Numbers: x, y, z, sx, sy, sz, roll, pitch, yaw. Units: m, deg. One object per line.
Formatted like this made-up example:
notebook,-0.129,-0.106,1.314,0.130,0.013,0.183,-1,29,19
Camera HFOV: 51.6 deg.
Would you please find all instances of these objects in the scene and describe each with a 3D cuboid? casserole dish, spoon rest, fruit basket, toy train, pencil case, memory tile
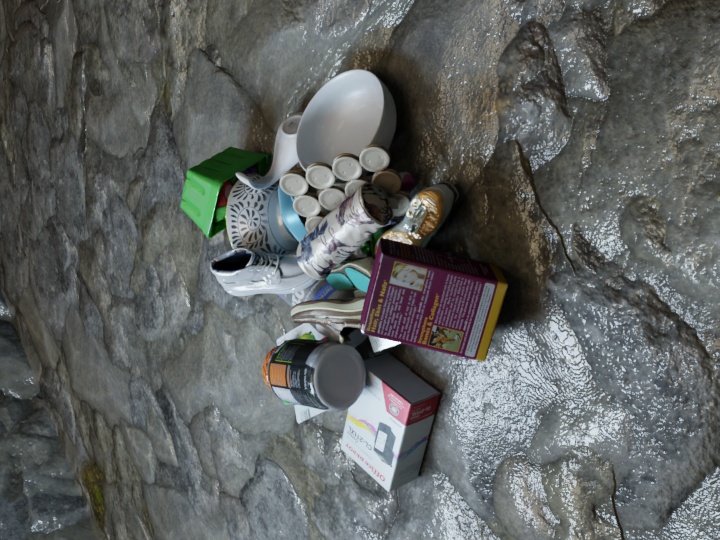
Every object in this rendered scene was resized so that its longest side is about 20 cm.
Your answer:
casserole dish,-0.103,-0.095,1.385,0.038,0.200,0.122,-19,56,14
spoon rest,-0.148,-0.226,1.416,0.099,0.200,0.061,33,162,34
fruit basket,-0.081,0.189,1.511,0.199,0.093,0.187,-30,69,28
toy train,0.033,-0.026,1.353,0.056,0.042,0.203,-7,95,39
fruit basket,-0.240,-0.140,1.527,0.216,0.214,0.157,45,130,31
pencil case,-0.026,-0.061,1.242,0.200,0.089,0.079,-38,51,38
memory tile,-0.023,-0.129,1.240,0.198,0.017,0.154,-14,133,21

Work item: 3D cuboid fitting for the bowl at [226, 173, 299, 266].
bowl,-0.162,-0.095,1.455,0.093,0.200,0.204,-6,96,32

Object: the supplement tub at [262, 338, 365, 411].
supplement tub,-0.092,0.188,1.370,0.199,0.121,0.124,-2,98,54

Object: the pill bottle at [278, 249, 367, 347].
pill bottle,-0.067,0.054,1.425,0.199,0.113,0.115,38,126,32

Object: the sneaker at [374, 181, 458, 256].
sneaker,0.098,-0.068,1.236,0.076,0.087,0.200,48,136,6

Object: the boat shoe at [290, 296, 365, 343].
boat shoe,-0.036,0.089,1.291,0.200,0.074,0.076,-7,79,31

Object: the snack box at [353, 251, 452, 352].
snack box,0.088,0.057,1.282,0.199,0.037,0.118,-23,83,35

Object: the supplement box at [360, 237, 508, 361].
supplement box,0.110,0.044,1.146,0.103,0.197,0.133,-87,12,-74

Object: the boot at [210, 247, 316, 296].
boot,-0.176,-0.003,1.370,0.197,0.096,0.074,-12,62,11

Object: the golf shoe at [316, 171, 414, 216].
golf shoe,0.000,-0.144,1.308,0.198,0.075,0.093,-19,67,23

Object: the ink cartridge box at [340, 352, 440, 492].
ink cartridge box,0.051,0.280,1.377,0.145,0.082,0.202,33,123,38

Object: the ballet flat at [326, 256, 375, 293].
ballet flat,0.000,0.000,1.288,0.068,0.062,0.199,51,160,-20

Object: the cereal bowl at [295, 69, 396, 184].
cereal bowl,-0.014,-0.239,1.291,0.198,0.083,0.203,-18,61,35
